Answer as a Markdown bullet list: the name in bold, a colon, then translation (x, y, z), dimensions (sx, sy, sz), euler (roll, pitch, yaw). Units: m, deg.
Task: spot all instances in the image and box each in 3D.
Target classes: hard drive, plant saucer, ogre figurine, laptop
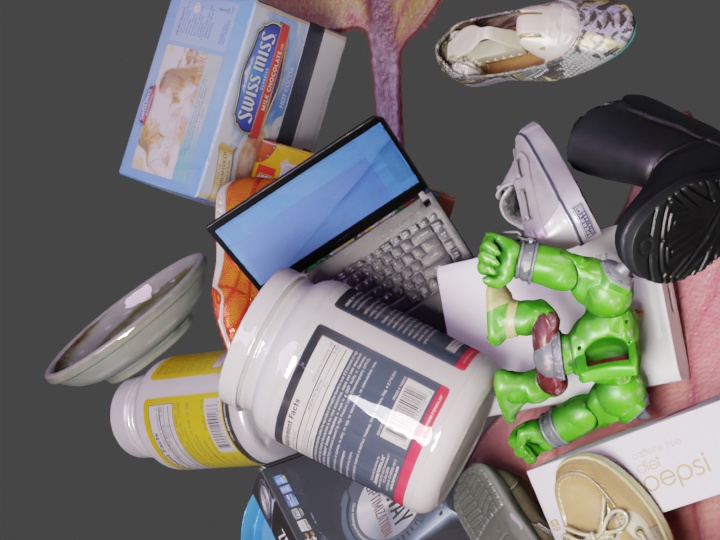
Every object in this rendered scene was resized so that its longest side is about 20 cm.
- **hard drive**: translation (0.164, 0.042, 1.600), dimensions (0.199, 0.026, 0.133), euler (-13, 84, 32)
- **plant saucer**: translation (-0.222, 0.061, 1.937), dimensions (0.200, 0.200, 0.050), euler (-28, 105, 35)
- **ogre figurine**: translation (0.162, 0.061, 1.523), dimensions (0.119, 0.098, 0.201), euler (-3, 100, 16)
- **laptop**: translation (0.000, 0.000, 1.657), dimensions (0.177, 0.103, 0.201), euler (-33, 88, 4)

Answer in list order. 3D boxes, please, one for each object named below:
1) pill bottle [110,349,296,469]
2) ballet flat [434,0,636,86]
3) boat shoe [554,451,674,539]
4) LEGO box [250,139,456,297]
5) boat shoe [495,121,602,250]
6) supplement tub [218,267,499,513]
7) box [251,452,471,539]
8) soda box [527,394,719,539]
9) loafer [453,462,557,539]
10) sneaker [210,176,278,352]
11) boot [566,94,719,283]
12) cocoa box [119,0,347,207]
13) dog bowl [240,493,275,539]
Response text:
- **pill bottle**: translation (-0.144, 0.133, 1.851), dimensions (0.199, 0.111, 0.112), euler (-8, 73, 42)
- **ballet flat**: translation (0.143, -0.200, 1.698), dimensions (0.200, 0.072, 0.072), euler (-7, 74, 42)
- **boat shoe**: translation (0.201, 0.234, 1.471), dimensions (0.073, 0.063, 0.201), euler (-26, 89, 38)
- **LEGO box**: translation (-0.024, -0.025, 1.803), dimensions (0.199, 0.077, 0.150), euler (18, 92, 45)
- **boat shoe**: translation (0.143, -0.066, 1.603), dimensions (0.065, 0.074, 0.200), euler (-28, 18, 5)
- **supplement tub**: translation (0.000, 0.095, 1.580), dimensions (0.199, 0.140, 0.141), euler (26, 98, 11)
- **box**: translation (0.024, 0.230, 1.612), dimensions (0.201, 0.160, 0.044), euler (61, 153, 26)
- **soda box**: translation (0.231, 0.151, 1.506), dimensions (0.199, 0.064, 0.068), euler (-26, 84, 37)
- **loafer**: translation (0.148, 0.238, 1.567), dimensions (0.075, 0.069, 0.201), euler (-51, 52, 37)
- **sneaker**: translation (-0.091, 0.006, 1.752), dimensions (0.077, 0.073, 0.201), euler (-7, 71, 15)
- **boot**: translation (0.221, -0.068, 1.517), dimensions (0.168, 0.200, 0.077), euler (22, 131, 43)
- **cocoa box**: translation (-0.125, -0.162, 1.900), dimensions (0.133, 0.131, 0.201), euler (18, 91, 45)
- **dog bowl**: translation (-0.024, 0.220, 1.755), dimensions (0.200, 0.049, 0.112), euler (-35, 57, 31)
